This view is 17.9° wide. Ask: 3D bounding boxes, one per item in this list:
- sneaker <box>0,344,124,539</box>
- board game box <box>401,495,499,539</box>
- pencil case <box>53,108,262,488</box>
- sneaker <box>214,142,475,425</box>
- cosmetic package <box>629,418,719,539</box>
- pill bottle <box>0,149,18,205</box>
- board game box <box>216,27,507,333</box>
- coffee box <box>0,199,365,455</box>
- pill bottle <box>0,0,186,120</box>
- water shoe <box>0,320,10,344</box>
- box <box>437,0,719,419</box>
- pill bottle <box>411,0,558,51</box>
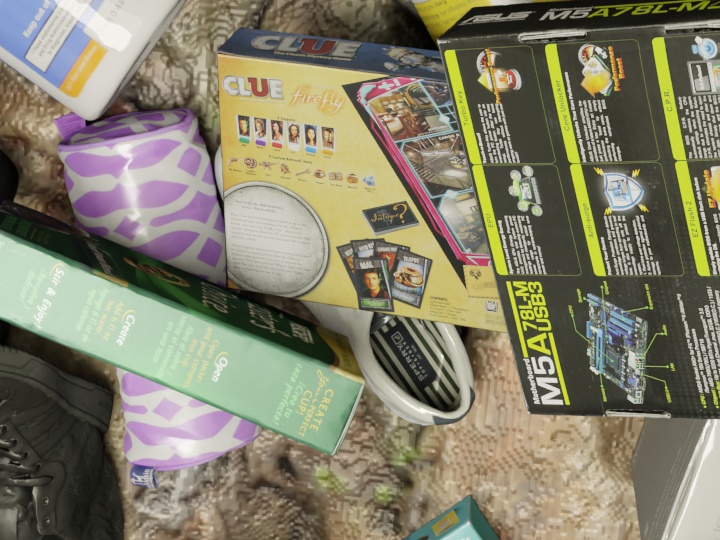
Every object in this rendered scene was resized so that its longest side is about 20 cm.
[{"bbox_3d":[-0.183,0.103,1.230,0.060,0.200,0.105,7,79,25],"label":"sneaker"},{"bbox_3d":[0.056,0.254,1.306,0.151,0.047,0.200,-34,99,10],"label":"board game box"},{"bbox_3d":[-0.109,0.011,1.245,0.085,0.084,0.201,5,108,47],"label":"pencil case"},{"bbox_3d":[0.000,0.000,1.229,0.073,0.071,0.200,-43,103,-12],"label":"sneaker"},{"bbox_3d":[0.197,0.097,1.184,0.090,0.200,0.107,17,101,-3],"label":"cosmetic package"},{"bbox_3d":[-0.271,-0.092,1.186,0.112,0.112,0.200,-32,125,10],"label":"pill bottle"},{"bbox_3d":[0.029,-0.042,1.134,0.199,0.035,0.136,9,120,17],"label":"board game box"},{"bbox_3d":[-0.098,0.025,1.143,0.199,0.123,0.044,23,96,-6],"label":"coffee box"},{"bbox_3d":[-0.188,-0.178,1.185,0.200,0.112,0.112,36,103,-6],"label":"pill bottle"},{"bbox_3d":[-0.260,0.083,1.273,0.079,0.072,0.201,24,102,3],"label":"water shoe"},{"bbox_3d":[0.147,-0.026,1.034,0.192,0.048,0.201,0,117,34],"label":"box"},{"bbox_3d":[0.099,-0.121,1.181,0.111,0.111,0.201,-27,100,9],"label":"pill bottle"}]
